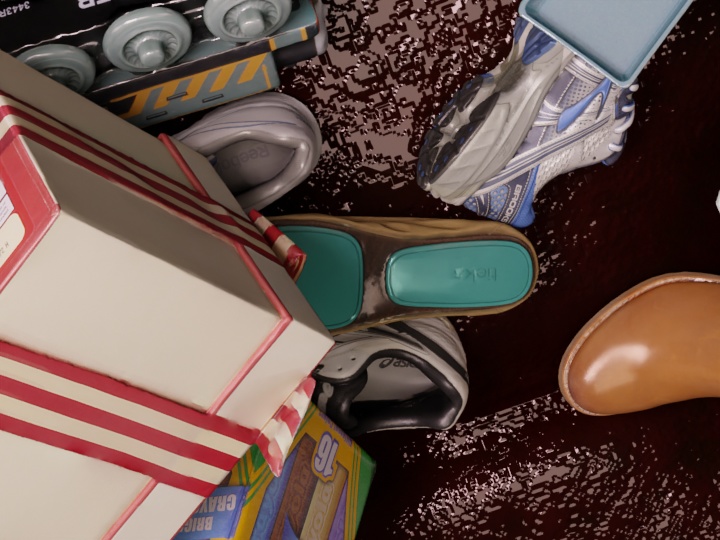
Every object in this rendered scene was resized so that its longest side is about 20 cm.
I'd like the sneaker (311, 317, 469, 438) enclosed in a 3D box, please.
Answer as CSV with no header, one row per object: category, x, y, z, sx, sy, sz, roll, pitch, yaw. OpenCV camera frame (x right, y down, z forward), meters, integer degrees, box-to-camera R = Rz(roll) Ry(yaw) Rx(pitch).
sneaker,-0.033,0.052,0.895,0.198,0.088,0.076,1,116,-10

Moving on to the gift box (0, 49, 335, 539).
gift box,-0.135,0.037,0.724,0.185,0.200,0.186,-47,136,16

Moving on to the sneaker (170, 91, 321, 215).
sneaker,-0.112,-0.040,0.859,0.199,0.087,0.075,-29,101,-3

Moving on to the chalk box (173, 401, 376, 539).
chalk box,-0.092,0.164,0.836,0.124,0.201,0.124,3,153,29

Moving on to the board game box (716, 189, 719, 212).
board game box,0.315,-0.091,0.871,0.199,0.026,0.201,20,85,-10

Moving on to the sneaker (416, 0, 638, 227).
sneaker,0.121,-0.106,0.878,0.085,0.077,0.200,33,112,-24

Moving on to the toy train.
toy train,-0.110,-0.123,0.836,0.199,0.086,0.114,-18,154,-2

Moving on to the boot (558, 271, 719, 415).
boot,0.216,0.057,0.887,0.198,0.155,0.077,-14,110,2

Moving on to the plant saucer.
plant saucer,0.166,-0.189,0.802,0.070,0.019,0.200,37,91,10

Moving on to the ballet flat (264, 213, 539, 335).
ballet flat,0.000,0.000,0.889,0.198,0.063,0.069,2,103,-18
